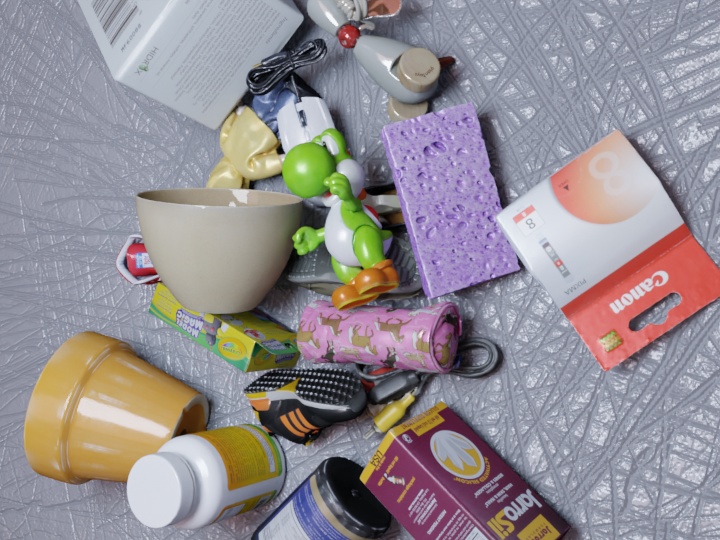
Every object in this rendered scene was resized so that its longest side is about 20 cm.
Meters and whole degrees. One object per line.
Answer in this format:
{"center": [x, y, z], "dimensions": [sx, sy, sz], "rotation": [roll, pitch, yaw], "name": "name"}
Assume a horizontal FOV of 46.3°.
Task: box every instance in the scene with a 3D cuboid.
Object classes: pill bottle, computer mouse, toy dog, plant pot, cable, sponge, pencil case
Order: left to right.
{"center": [-0.312, 0.201, 1.130], "dimensions": [0.182, 0.200, 0.202], "rotation": [14, 94, 12], "name": "plant pot"}
{"center": [-0.189, 0.255, 1.042], "dimensions": [0.110, 0.200, 0.112], "rotation": [-2, 86, 28], "name": "pill bottle"}
{"center": [-0.171, -0.023, 1.022], "dimensions": [0.199, 0.200, 0.136], "rotation": [9, 103, 28], "name": "plant pot"}
{"center": [-0.064, 0.329, 1.022], "dimensions": [0.200, 0.112, 0.112], "rotation": [-48, 68, 18], "name": "pill bottle"}
{"center": [-0.065, -0.176, 1.048], "dimensions": [0.109, 0.044, 0.202], "rotation": [-19, 101, 4], "name": "computer mouse"}
{"center": [0.020, 0.074, 0.985], "dimensions": [0.198, 0.087, 0.083], "rotation": [-1, 60, 32], "name": "pencil case"}
{"center": [0.036, -0.274, 1.006], "dimensions": [0.201, 0.096, 0.132], "rotation": [54, 155, -10], "name": "toy dog"}
{"center": [0.072, 0.121, 1.013], "dimensions": [0.199, 0.050, 0.098], "rotation": [-27, 58, 12], "name": "cable"}
{"center": [0.101, -0.079, 0.954], "dimensions": [0.111, 0.030, 0.202], "rotation": [-16, 88, -10], "name": "sponge"}

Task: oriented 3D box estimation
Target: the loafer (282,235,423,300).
{"center": [0.000, 0.000, 1.033], "dimensions": [0.198, 0.070, 0.076], "rotation": [7, 70, 32], "name": "loafer"}

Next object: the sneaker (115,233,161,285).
{"center": [-0.236, -0.019, 1.131], "dimensions": [0.198, 0.112, 0.072], "rotation": [-12, 80, 27], "name": "sneaker"}

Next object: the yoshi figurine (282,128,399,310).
{"center": [-0.034, -0.062, 0.936], "dimensions": [0.111, 0.112, 0.202], "rotation": [-19, 78, 7], "name": "yoshi figurine"}

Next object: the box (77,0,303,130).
{"center": [-0.221, -0.336, 1.084], "dimensions": [0.200, 0.171, 0.200], "rotation": [-46, 52, 18], "name": "box"}

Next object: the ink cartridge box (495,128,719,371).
{"center": [0.261, -0.022, 0.884], "dimensions": [0.162, 0.050, 0.201], "rotation": [-36, 68, 10], "name": "ink cartridge box"}

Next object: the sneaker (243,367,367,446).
{"center": [-0.058, 0.175, 1.041], "dimensions": [0.199, 0.070, 0.091], "rotation": [-2, 114, 43], "name": "sneaker"}

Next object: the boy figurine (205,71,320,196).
{"center": [-0.134, -0.167, 1.113], "dimensions": [0.124, 0.064, 0.201], "rotation": [41, 107, 23], "name": "boy figurine"}

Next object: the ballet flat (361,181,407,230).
{"center": [0.051, -0.080, 1.006], "dimensions": [0.198, 0.073, 0.074], "rotation": [-8, 84, 27], "name": "ballet flat"}

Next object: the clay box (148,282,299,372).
{"center": [-0.162, 0.076, 1.086], "dimensions": [0.199, 0.115, 0.048], "rotation": [28, 102, 27], "name": "clay box"}

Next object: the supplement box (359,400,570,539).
{"center": [0.112, 0.254, 0.922], "dimensions": [0.200, 0.110, 0.086], "rotation": [43, 124, 23], "name": "supplement box"}
